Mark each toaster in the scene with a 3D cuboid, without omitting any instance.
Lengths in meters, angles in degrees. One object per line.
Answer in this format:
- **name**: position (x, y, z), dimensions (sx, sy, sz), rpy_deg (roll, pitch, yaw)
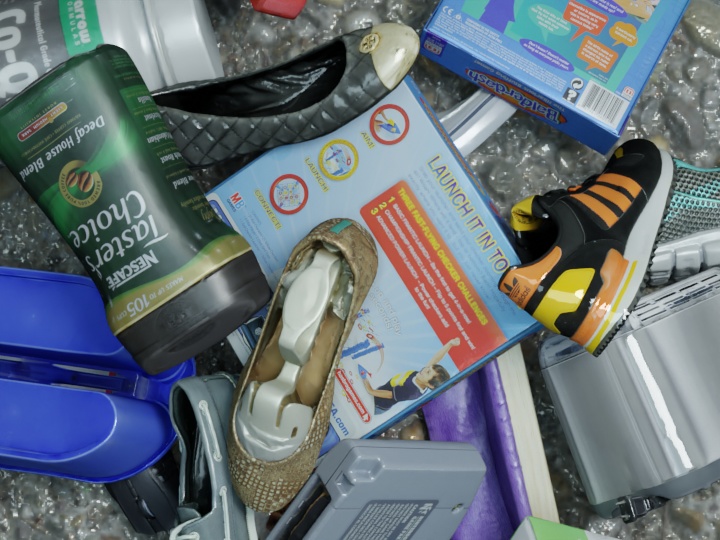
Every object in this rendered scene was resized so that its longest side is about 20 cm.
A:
- **toaster**: position (0.204, 0.082, 1.140), dimensions (0.200, 0.114, 0.129), rpy_deg (-19, 83, -41)

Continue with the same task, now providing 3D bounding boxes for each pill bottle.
- **pill bottle**: position (-0.202, -0.142, 1.177), dimensions (0.200, 0.113, 0.113), rpy_deg (-16, 91, 3)

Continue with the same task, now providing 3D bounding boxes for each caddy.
- **caddy**: position (-0.215, 0.072, 1.187), dimensions (0.200, 0.105, 0.142), rpy_deg (7, 79, 18)

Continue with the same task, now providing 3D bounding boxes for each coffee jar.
- **coffee jar**: position (-0.146, -0.037, 1.085), dimensions (0.104, 0.085, 0.200), rpy_deg (-33, 91, 14)

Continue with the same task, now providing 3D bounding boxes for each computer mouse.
- **computer mouse**: position (-0.143, 0.196, 1.214), dimensions (0.059, 0.034, 0.200), rpy_deg (-24, 87, 22)

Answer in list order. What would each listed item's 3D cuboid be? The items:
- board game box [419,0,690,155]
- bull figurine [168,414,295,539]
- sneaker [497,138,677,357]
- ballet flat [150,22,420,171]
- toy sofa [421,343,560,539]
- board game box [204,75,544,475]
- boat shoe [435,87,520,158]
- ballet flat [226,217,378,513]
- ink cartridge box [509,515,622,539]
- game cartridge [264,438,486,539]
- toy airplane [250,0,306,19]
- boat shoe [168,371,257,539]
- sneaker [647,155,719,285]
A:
- **board game box**: position (0.151, -0.202, 1.167), dimensions (0.152, 0.045, 0.200), rpy_deg (30, 75, 1)
- **bull figurine**: position (-0.068, 0.107, 1.203), dimensions (0.121, 0.065, 0.200), rpy_deg (29, 88, 7)
- **sneaker**: position (0.143, -0.035, 1.083), dimensions (0.090, 0.200, 0.070), rpy_deg (27, 131, -3)
- **ballet flat**: position (-0.054, -0.116, 1.102), dimensions (0.200, 0.067, 0.057), rpy_deg (-19, 133, 20)
- **toy sofa**: position (0.095, 0.130, 1.190), dimensions (0.097, 0.083, 0.200), rpy_deg (-13, 92, 1)
- **board game box**: position (0.000, 0.000, 1.132), dimensions (0.196, 0.056, 0.200), rpy_deg (-33, 80, 11)
- **boat shoe**: position (0.021, -0.081, 1.189), dimensions (0.200, 0.074, 0.067), rpy_deg (-37, 92, 4)
- **ballet flat**: position (-0.046, 0.060, 1.079), dimensions (0.070, 0.065, 0.200), rpy_deg (17, 92, 15)
- **ink cartridge box**: position (0.172, 0.263, 1.136), dimensions (0.200, 0.084, 0.146), rpy_deg (17, 119, -20)
- **game cartridge**: position (-0.005, 0.190, 1.157), dimensions (0.200, 0.133, 0.042), rpy_deg (-55, 52, 28)
- **toy airplane**: position (-0.052, -0.289, 1.130), dimensions (0.199, 0.141, 0.200), rpy_deg (54, 49, -11)
- **boat shoe**: position (-0.107, 0.167, 1.133), dimensions (0.062, 0.073, 0.200), rpy_deg (10, 82, -40)
- **sneaker**: position (0.205, -0.037, 1.195), dimensions (0.200, 0.078, 0.091), rpy_deg (-8, 75, -1)
